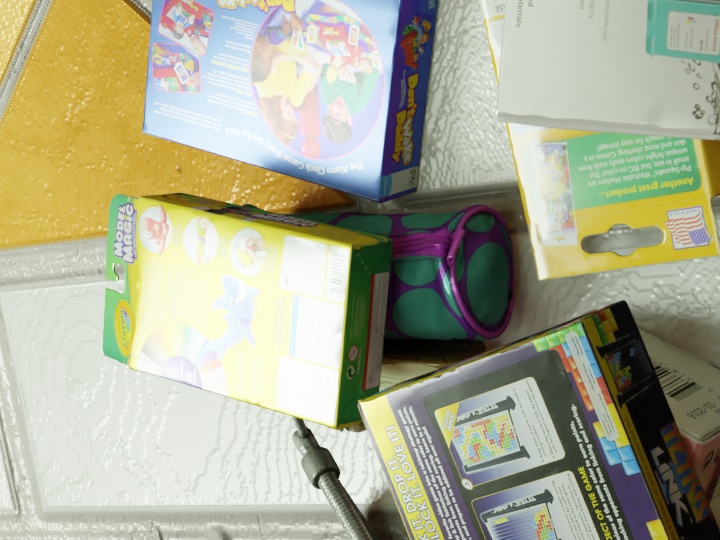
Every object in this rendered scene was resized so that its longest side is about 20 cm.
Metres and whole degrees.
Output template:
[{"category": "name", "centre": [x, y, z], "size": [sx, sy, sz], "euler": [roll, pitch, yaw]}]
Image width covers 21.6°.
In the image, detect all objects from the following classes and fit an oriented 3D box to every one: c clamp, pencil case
[{"category": "c clamp", "centre": [0.004, 0.181, 1.209], "size": [0.200, 0.027, 0.171], "euler": [57, 174, 38]}, {"category": "pencil case", "centre": [0.000, 0.000, 1.205], "size": [0.199, 0.092, 0.085], "euler": [1, 62, 34]}]

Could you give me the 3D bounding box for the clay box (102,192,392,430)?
[{"category": "clay box", "centre": [-0.076, 0.019, 1.181], "size": [0.199, 0.048, 0.116], "euler": [14, 105, 36]}]

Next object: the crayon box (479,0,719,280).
[{"category": "crayon box", "centre": [0.146, -0.103, 1.099], "size": [0.125, 0.051, 0.201], "euler": [-8, 96, 36]}]

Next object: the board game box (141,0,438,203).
[{"category": "board game box", "centre": [-0.050, -0.135, 1.234], "size": [0.199, 0.045, 0.135], "euler": [18, 112, 31]}]

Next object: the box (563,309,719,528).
[{"category": "box", "centre": [0.142, 0.145, 1.129], "size": [0.128, 0.109, 0.201], "euler": [27, 115, 27]}]

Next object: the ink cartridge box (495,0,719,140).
[{"category": "ink cartridge box", "centre": [0.182, -0.144, 0.962], "size": [0.199, 0.147, 0.147], "euler": [6, 100, 11]}]

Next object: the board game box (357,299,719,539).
[{"category": "board game box", "centre": [0.108, 0.137, 1.049], "size": [0.165, 0.057, 0.201], "euler": [-22, 89, 39]}]

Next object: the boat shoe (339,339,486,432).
[{"category": "boat shoe", "centre": [-0.005, 0.076, 1.237], "size": [0.199, 0.073, 0.065], "euler": [3, 104, 40]}]
